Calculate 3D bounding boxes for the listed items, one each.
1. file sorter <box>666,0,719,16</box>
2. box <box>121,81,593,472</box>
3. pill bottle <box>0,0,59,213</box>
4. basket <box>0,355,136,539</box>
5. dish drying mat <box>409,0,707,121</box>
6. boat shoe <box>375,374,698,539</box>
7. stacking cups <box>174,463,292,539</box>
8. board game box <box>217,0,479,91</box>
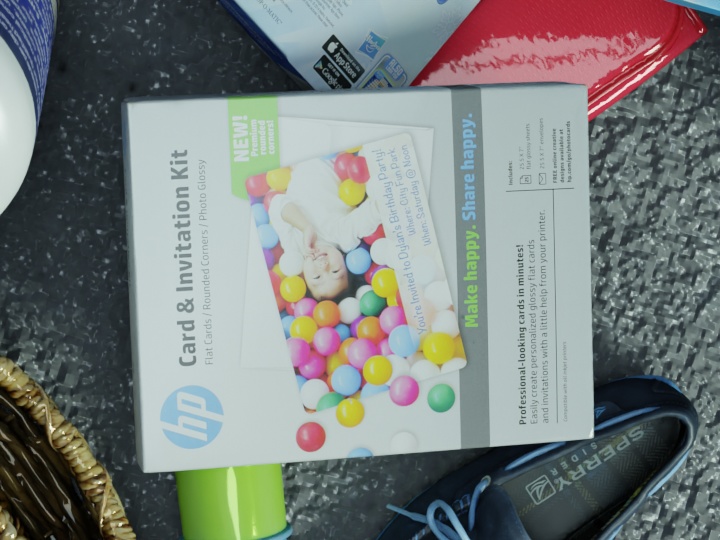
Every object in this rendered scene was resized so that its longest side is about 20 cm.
[{"bbox_3d":[0.141,-0.215,0.725,0.138,0.123,0.202,14,91,-11],"label":"file sorter"},{"bbox_3d":[0.000,0.000,0.796,0.198,0.041,0.157,-3,96,-10],"label":"box"},{"bbox_3d":[-0.187,-0.075,0.741,0.119,0.201,0.120,-2,123,-3],"label":"pill bottle"},{"bbox_3d":[-0.173,0.115,0.782,0.142,0.149,0.201,-36,95,-12],"label":"basket"},{"bbox_3d":[0.063,-0.085,0.865,0.199,0.018,0.077,-36,94,-2],"label":"dish drying mat"},{"bbox_3d":[0.068,0.114,0.849,0.200,0.069,0.084,-45,95,-2],"label":"boat shoe"},{"bbox_3d":[-0.057,0.140,0.844,0.060,0.061,0.202,-5,93,-4],"label":"stacking cups"},{"bbox_3d":[0.003,-0.192,0.784,0.199,0.043,0.200,-49,133,-4],"label":"board game box"}]
